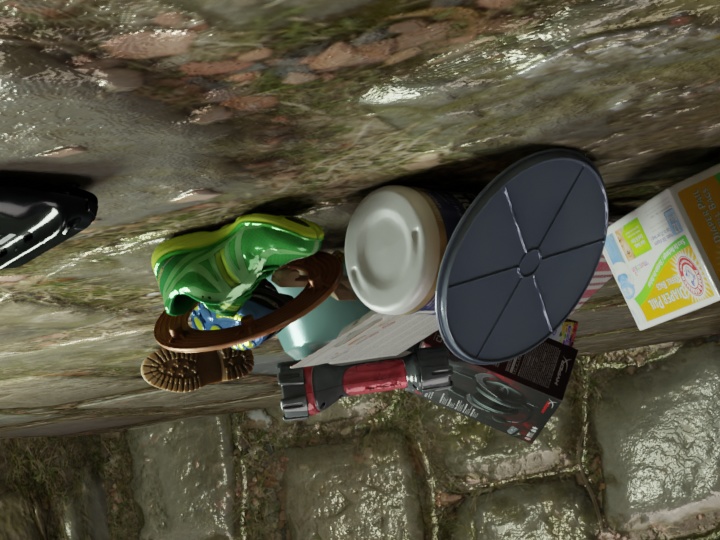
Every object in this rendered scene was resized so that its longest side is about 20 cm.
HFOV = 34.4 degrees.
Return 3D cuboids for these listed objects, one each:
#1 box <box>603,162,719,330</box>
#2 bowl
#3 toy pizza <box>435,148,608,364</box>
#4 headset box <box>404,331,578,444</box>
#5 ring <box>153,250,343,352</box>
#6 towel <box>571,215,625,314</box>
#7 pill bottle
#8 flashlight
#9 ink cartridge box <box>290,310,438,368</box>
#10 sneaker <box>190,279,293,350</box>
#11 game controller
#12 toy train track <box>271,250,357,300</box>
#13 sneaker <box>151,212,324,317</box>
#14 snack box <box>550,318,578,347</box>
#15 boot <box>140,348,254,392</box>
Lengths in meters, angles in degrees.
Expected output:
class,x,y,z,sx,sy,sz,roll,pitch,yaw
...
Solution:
class,x,y,z,sx,sy,sz,roll,pitch,yaw
box,0.319,-0.025,1.108,0.100,0.114,0.200,-24,172,-11
bowl,-0.022,0.052,1.379,0.198,0.107,0.201,-8,170,-1
toy pizza,0.135,-0.012,0.996,0.198,0.203,0.032,1,-155,-41
headset box,0.148,0.119,1.427,0.198,0.078,0.149,22,151,3
ring,-0.113,0.022,1.148,0.198,0.019,0.201,-17,-158,7
towel,0.226,0.002,1.289,0.145,0.030,0.200,-1,143,-41
pill bottle,0.091,-0.016,1.059,0.198,0.113,0.110,2,167,-43
flashlight,0.005,0.124,1.316,0.197,0.068,0.068,-8,141,-2
ink cartridge box,0.033,0.041,1.192,0.160,0.051,0.199,-34,161,30
sneaker,-0.131,0.042,1.250,0.082,0.072,0.199,-18,-166,-30
game controller,-0.287,-0.035,0.914,0.103,0.043,0.199,18,157,-34
toy train track,0.000,0.000,1.248,0.197,0.033,0.114,1,-164,-29
sneaker,-0.109,-0.002,1.068,0.198,0.085,0.074,-16,167,37
snack box,0.170,0.067,1.558,0.198,0.054,0.141,14,-173,38
boot,-0.286,0.163,1.926,0.198,0.076,0.107,-1,173,-39
